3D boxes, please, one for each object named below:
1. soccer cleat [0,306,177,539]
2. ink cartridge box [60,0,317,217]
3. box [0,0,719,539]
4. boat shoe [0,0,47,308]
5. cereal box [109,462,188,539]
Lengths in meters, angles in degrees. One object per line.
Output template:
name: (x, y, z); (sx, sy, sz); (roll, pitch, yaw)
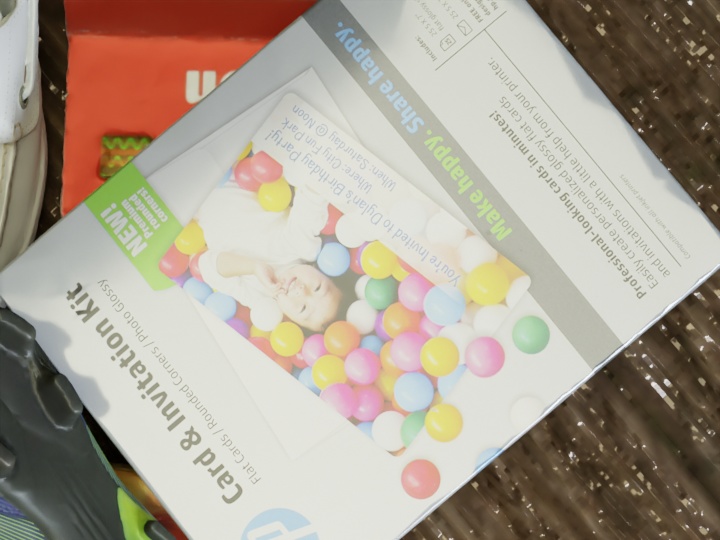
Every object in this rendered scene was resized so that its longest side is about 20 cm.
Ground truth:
soccer cleat: (-0.101, 0.099, 0.763); (0.065, 0.083, 0.201); (-34, 99, -34)
ink cartridge box: (-0.031, -0.118, 0.810); (0.160, 0.050, 0.202); (1, 84, 3)
box: (0.000, 0.000, 0.768); (0.200, 0.041, 0.156); (-39, 84, 1)
boat shoe: (-0.147, -0.079, 0.803); (0.070, 0.069, 0.202); (2, 88, 1)
cereal box: (-0.073, 0.171, 0.801); (0.142, 0.040, 0.202); (5, 87, 4)
